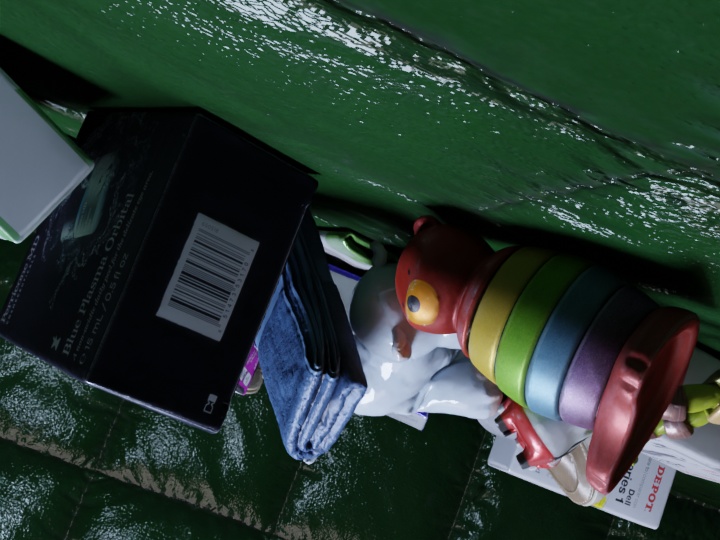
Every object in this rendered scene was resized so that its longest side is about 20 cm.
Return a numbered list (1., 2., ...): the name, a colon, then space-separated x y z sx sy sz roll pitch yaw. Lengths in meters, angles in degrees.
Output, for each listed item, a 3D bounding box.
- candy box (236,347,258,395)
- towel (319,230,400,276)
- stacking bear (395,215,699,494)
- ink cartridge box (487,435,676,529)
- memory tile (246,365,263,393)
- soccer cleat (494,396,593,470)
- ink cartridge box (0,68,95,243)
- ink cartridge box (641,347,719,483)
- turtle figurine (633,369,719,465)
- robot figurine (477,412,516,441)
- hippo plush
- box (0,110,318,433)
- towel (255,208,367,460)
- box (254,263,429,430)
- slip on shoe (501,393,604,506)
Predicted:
1. candy box: -0.134 0.021 1.039 0.060 0.137 0.200 17 160 18
2. towel: 0.000 0.000 1.065 0.148 0.031 0.200 24 172 -23
3. stacking bear: 0.109 0.033 0.711 0.199 0.122 0.113 28 -139 27
4. ink cartridge box: 0.270 0.197 1.257 0.198 0.146 0.084 23 173 -10
5. memory tile: -0.162 0.055 1.230 0.200 0.017 0.153 41 -151 11
6. soccer cleat: 0.153 0.111 0.828 0.069 0.085 0.200 61 -174 12
7. ink cartridge box: -0.303 -0.102 0.816 0.145 0.088 0.199 47 165 -24
8. ink cartridge box: 0.268 0.117 0.922 0.199 0.083 0.146 27 171 -20
9. turtle figurine: 0.260 0.089 0.754 0.160 0.065 0.200 -12 160 15
10. robot figurine: 0.190 0.128 1.116 0.170 0.113 0.199 46 163 -21
11. hippo plush: 0.033 0.033 0.875 0.198 0.160 0.162 -11 145 -8
12. box: -0.160 -0.007 0.811 0.117 0.198 0.199 27 171 -35
13. towel: -0.055 0.041 0.854 0.048 0.112 0.201 2 -135 -26
14. box: 0.001 0.078 1.107 0.182 0.106 0.200 21 170 6
15. slip on shoe: 0.157 0.130 0.997 0.060 0.202 0.076 -19 168 -30
